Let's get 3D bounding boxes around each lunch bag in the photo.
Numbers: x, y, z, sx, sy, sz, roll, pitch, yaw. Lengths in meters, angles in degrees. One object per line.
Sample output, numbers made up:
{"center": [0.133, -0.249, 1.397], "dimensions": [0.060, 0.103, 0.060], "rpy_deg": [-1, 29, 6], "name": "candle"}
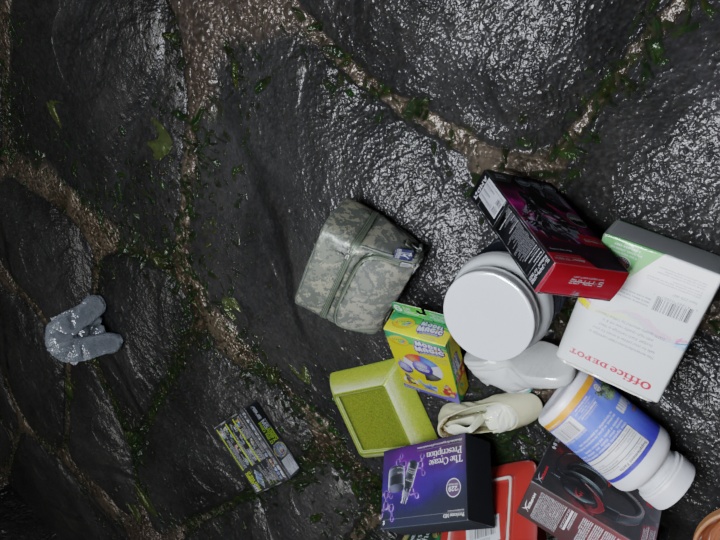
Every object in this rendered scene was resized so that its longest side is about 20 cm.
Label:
{"center": [0.000, 0.000, 0.972], "dimensions": [0.167, 0.140, 0.201], "rpy_deg": [27, 126, 1], "name": "lunch bag"}

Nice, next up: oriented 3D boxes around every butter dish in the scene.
{"center": [0.250, 0.461, 0.984], "dimensions": [0.199, 0.200, 0.148], "rpy_deg": [-30, 117, 38], "name": "butter dish"}

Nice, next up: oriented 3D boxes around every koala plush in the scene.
{"center": [-0.815, 0.184, 1.611], "dimensions": [0.199, 0.183, 0.179], "rpy_deg": [-13, 101, 50], "name": "koala plush"}

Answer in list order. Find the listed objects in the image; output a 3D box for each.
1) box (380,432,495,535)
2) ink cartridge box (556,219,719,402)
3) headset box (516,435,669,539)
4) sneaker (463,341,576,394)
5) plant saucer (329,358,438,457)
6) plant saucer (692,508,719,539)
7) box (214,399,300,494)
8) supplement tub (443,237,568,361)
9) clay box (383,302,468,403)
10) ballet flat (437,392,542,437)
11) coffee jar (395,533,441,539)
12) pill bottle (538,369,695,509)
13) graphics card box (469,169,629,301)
{"center": [0.131, 0.381, 0.997], "dimensions": [0.199, 0.079, 0.142], "rpy_deg": [-29, 47, 40], "name": "box"}
{"center": [0.374, 0.054, 0.768], "dimensions": [0.145, 0.087, 0.202], "rpy_deg": [25, 120, 26], "name": "ink cartridge box"}
{"center": [0.361, 0.354, 0.859], "dimensions": [0.199, 0.148, 0.076], "rpy_deg": [27, 122, 25], "name": "headset box"}
{"center": [0.261, 0.165, 0.898], "dimensions": [0.199, 0.075, 0.089], "rpy_deg": [-1, 126, 56], "name": "sneaker"}
{"center": [0.034, 0.289, 1.125], "dimensions": [0.199, 0.048, 0.201], "rpy_deg": [-20, 97, 38], "name": "plant saucer"}
{"center": [0.585, 0.418, 0.803], "dimensions": [0.199, 0.032, 0.202], "rpy_deg": [13, 116, 29], "name": "plant saucer"}
{"center": [-0.256, 0.436, 1.390], "dimensions": [0.160, 0.044, 0.201], "rpy_deg": [-38, 85, 39], "name": "box"}
{"center": [0.213, 0.028, 0.796], "dimensions": [0.139, 0.200, 0.142], "rpy_deg": [13, 116, 29], "name": "supplement tub"}
{"center": [0.111, 0.141, 0.959], "dimensions": [0.114, 0.048, 0.201], "rpy_deg": [12, 143, 31], "name": "clay box"}
{"center": [0.215, 0.256, 0.974], "dimensions": [0.199, 0.069, 0.070], "rpy_deg": [-23, 95, 38], "name": "ballet flat"}
{"center": [0.153, 0.548, 1.110], "dimensions": [0.199, 0.104, 0.086], "rpy_deg": [-28, 103, 38], "name": "coffee jar"}
{"center": [0.374, 0.246, 0.830], "dimensions": [0.200, 0.112, 0.113], "rpy_deg": [39, 126, 15], "name": "pill bottle"}
{"center": [0.239, -0.050, 0.736], "dimensions": [0.201, 0.124, 0.051], "rpy_deg": [-111, 36, -46], "name": "graphics card box"}
